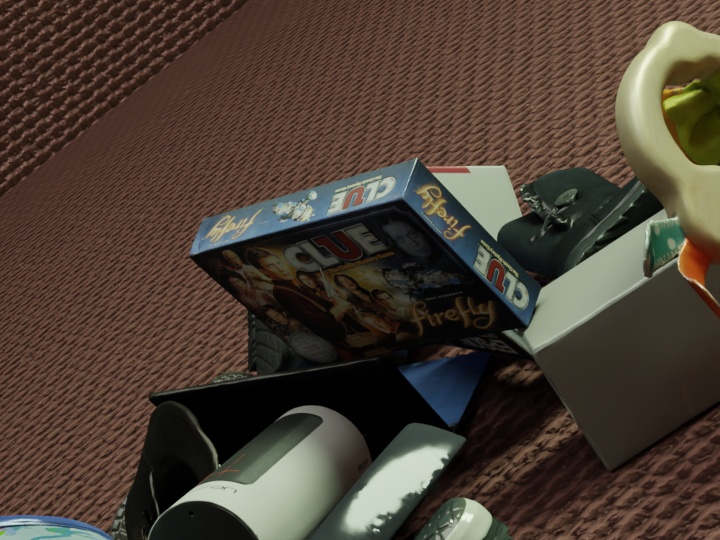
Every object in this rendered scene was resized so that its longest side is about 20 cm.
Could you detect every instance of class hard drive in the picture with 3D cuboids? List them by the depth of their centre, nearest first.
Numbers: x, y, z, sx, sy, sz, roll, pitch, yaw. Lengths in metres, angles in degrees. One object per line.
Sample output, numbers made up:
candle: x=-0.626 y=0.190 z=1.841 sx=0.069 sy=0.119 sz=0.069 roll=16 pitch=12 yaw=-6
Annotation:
hard drive: x=-0.018 y=0.184 z=1.149 sx=0.200 sy=0.042 sz=0.135 roll=-49 pitch=-8 yaw=-33

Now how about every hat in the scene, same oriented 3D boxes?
hat: x=-0.104 y=0.191 z=1.347 sx=0.080 sy=0.202 sz=0.200 roll=3 pitch=4 yaw=-23

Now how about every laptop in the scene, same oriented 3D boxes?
laptop: x=-0.023 y=0.078 z=1.418 sx=0.186 sy=0.200 sz=0.117 roll=-11 pitch=56 yaw=23

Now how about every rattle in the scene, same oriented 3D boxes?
rattle: x=0.187 y=-0.041 z=1.171 sx=0.143 sy=0.130 sz=0.201 roll=-25 pitch=48 yaw=49

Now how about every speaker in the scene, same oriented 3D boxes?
speaker: x=-0.061 y=0.153 z=1.218 sx=0.081 sy=0.082 sz=0.200 roll=-26 pitch=3 yaw=23

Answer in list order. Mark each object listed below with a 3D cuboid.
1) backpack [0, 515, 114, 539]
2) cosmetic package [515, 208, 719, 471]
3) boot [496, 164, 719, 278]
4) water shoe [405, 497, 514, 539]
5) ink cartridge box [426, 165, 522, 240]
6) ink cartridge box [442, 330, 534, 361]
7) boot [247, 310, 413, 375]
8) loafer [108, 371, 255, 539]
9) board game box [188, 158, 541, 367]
backpack: x=-0.205 y=0.248 z=1.143 sx=0.182 sy=0.202 sz=0.147 roll=-3 pitch=15 yaw=-24
cosmetic package: x=0.208 y=0.025 z=1.234 sx=0.199 sy=0.107 sz=0.090 roll=-30 pitch=20 yaw=6
boot: x=0.208 y=-0.061 z=1.495 sx=0.200 sy=0.077 sz=0.168 roll=-42 pitch=22 yaw=-3
water shoe: x=0.050 y=0.197 z=1.138 sx=0.072 sy=0.079 sz=0.200 roll=-50 pitch=-3 yaw=-22
ink cartridge box: x=0.020 y=-0.016 z=1.613 sx=0.199 sy=0.084 sz=0.145 roll=-22 pitch=-9 yaw=32
ink cartridge box: x=0.061 y=0.019 z=1.388 sx=0.044 sy=0.200 sz=0.198 roll=-58 pitch=22 yaw=-10
boot: x=-0.018 y=0.048 z=1.489 sx=0.131 sy=0.070 sz=0.200 roll=0 pitch=0 yaw=-7
loafer: x=-0.126 y=0.177 z=1.521 sx=0.073 sy=0.071 sz=0.200 roll=20 pitch=60 yaw=28
board game box: x=0.000 y=0.000 z=1.258 sx=0.199 sy=0.135 sz=0.035 roll=-14 pitch=44 yaw=43
